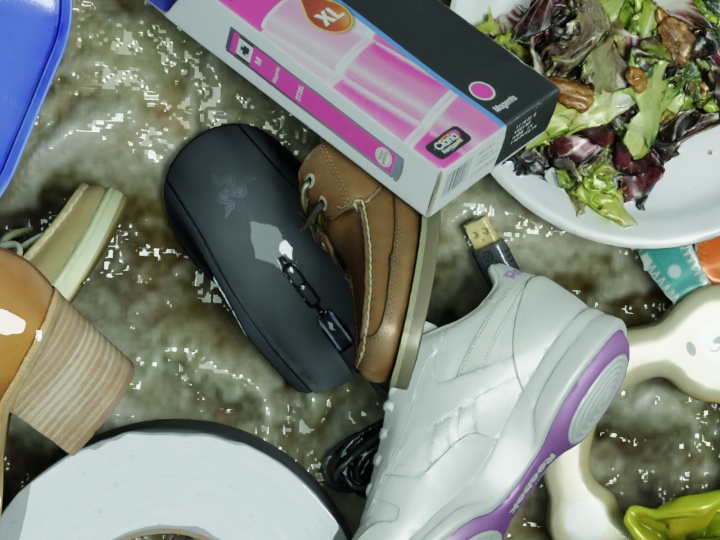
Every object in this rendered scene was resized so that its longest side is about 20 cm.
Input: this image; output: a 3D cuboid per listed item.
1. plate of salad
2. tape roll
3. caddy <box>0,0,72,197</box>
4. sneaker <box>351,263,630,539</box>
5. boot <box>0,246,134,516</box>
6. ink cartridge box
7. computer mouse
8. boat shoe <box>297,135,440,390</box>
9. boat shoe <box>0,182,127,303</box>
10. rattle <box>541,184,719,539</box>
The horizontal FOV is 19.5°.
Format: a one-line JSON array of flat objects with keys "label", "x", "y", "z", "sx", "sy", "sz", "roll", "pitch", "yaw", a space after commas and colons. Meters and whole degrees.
[{"label": "plate of salad", "x": 0.141, "y": -0.112, "z": 1.026, "sx": 0.198, "sy": 0.048, "sz": 0.202, "roll": 0, "pitch": 82, "yaw": 1}, {"label": "tape roll", "x": -0.093, "y": 0.175, "z": 1.024, "sx": 0.198, "sy": 0.066, "sz": 0.202, "roll": 0, "pitch": 91, "yaw": -1}, {"label": "caddy", "x": -0.222, "y": -0.096, "z": 1.001, "sx": 0.140, "sy": 0.105, "sz": 0.202, "roll": 25, "pitch": 78, "yaw": -17}, {"label": "sneaker", "x": 0.038, "y": 0.085, "z": 0.992, "sx": 0.099, "sy": 0.075, "sz": 0.200, "roll": 36, "pitch": 79, "yaw": 25}, {"label": "boot", "x": -0.218, "y": 0.069, "z": 0.943, "sx": 0.155, "sy": 0.077, "sz": 0.200, "roll": 38, "pitch": 102, "yaw": -20}, {"label": "ink cartridge box", "x": -0.011, "y": -0.111, "z": 0.985, "sx": 0.199, "sy": 0.037, "sz": 0.095, "roll": 37, "pitch": 47, "yaw": 20}, {"label": "computer mouse", "x": 0.000, "y": 0.000, "z": 1.034, "sx": 0.140, "sy": 0.046, "sz": 0.201, "roll": -31, "pitch": 91, "yaw": -1}, {"label": "boat shoe", "x": 0.001, "y": -0.028, "z": 0.985, "sx": 0.067, "sy": 0.072, "sz": 0.201, "roll": 10, "pitch": 45, "yaw": -7}, {"label": "boat shoe", "x": -0.192, "y": 0.029, "z": 1.020, "sx": 0.063, "sy": 0.073, "sz": 0.201, "roll": 40, "pitch": 97, "yaw": -6}, {"label": "rattle", "x": 0.157, "y": 0.056, "z": 0.996, "sx": 0.129, "sy": 0.143, "sz": 0.202, "roll": 21, "pitch": 95, "yaw": 14}]
